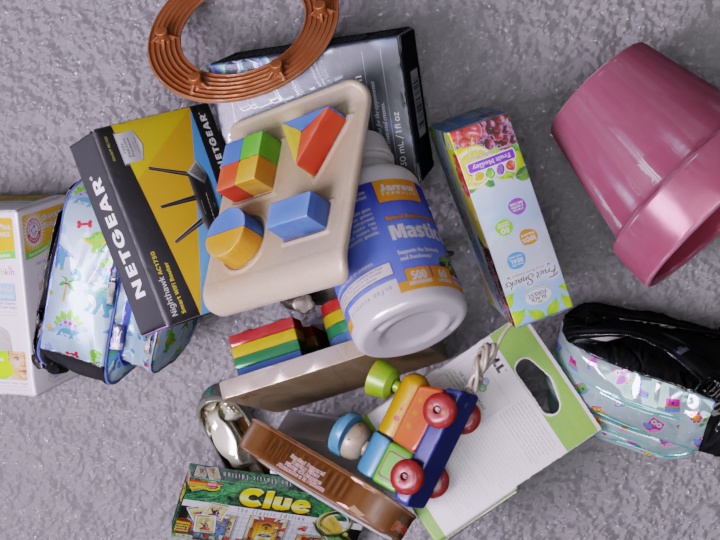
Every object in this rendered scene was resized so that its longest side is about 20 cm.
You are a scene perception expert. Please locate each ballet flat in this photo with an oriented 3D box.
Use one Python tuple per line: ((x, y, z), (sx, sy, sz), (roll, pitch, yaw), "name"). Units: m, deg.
((-0.121, 0.218, 1.801), (0.067, 0.064, 0.200), (-27, 97, 14), "ballet flat")

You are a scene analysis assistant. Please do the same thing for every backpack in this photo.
((0.287, 0.111, 1.667), (0.199, 0.167, 0.127), (16, 109, 12), "backpack")
((-0.236, 0.003, 1.709), (0.146, 0.183, 0.201), (12, 104, 11), "backpack")

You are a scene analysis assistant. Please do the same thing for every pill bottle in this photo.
((0.018, -0.029, 1.557), (0.112, 0.112, 0.200), (-27, 63, 14), "pill bottle")

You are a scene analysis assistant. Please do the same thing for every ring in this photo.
((-0.119, -0.247, 1.652), (0.200, 0.201, 0.019), (-7, 142, 11), "ring")

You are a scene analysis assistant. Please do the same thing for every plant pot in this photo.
((0.290, -0.114, 1.608), (0.200, 0.200, 0.179), (-47, 76, 15), "plant pot")

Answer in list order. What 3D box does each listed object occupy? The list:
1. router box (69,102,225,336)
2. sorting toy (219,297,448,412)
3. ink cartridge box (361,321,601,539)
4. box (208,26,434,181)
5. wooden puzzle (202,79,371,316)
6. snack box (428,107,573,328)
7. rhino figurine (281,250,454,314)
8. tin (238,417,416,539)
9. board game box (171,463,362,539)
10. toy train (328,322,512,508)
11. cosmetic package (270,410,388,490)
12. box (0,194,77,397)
((-0.180, -0.051, 1.616), (0.051, 0.149, 0.201), (-23, 88, 47), "router box")
((-0.029, 0.078, 1.694), (0.198, 0.200, 0.070), (-18, 78, 10), "sorting toy")
((0.121, 0.161, 1.672), (0.200, 0.076, 0.148), (-34, 79, 0), "ink cartridge box")
((-0.038, -0.157, 1.686), (0.199, 0.107, 0.149), (-7, 101, 12), "box")
((-0.078, -0.071, 1.546), (0.185, 0.046, 0.201), (-15, 60, 40), "wooden puzzle")
((0.137, -0.057, 1.643), (0.067, 0.169, 0.201), (-19, 99, -1), "snack box")
((0.000, 0.000, 1.719), (0.199, 0.087, 0.060), (-13, 94, -3), "rhino figurine")
((-0.035, 0.211, 1.658), (0.200, 0.112, 0.042), (27, 83, 27), "tin")
((-0.095, 0.260, 1.775), (0.199, 0.023, 0.105), (10, 129, -12), "board game box")
((0.057, 0.118, 1.607), (0.116, 0.085, 0.200), (27, 91, 25), "toy train")
((0.010, 0.197, 1.765), (0.199, 0.083, 0.051), (7, 103, 9), "cosmetic package")
((-0.375, 0.023, 1.773), (0.112, 0.101, 0.201), (2, 103, 22), "box")
